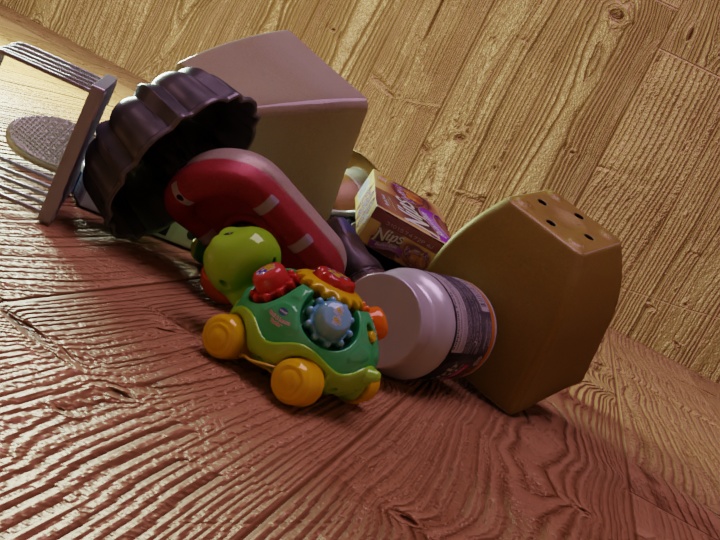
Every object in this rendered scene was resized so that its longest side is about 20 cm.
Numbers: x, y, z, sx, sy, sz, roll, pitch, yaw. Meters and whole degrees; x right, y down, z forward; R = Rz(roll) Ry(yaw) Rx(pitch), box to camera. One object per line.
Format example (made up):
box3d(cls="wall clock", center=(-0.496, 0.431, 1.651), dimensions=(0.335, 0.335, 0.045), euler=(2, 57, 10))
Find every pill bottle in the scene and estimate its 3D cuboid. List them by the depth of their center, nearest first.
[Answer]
box3d(cls="pill bottle", center=(0.061, 0.058, 1.141), dimensions=(0.116, 0.117, 0.200), euler=(31, 9, 26))

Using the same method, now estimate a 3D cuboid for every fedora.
box3d(cls="fedora", center=(-0.028, -0.077, 1.592), dimensions=(0.081, 0.202, 0.200), euler=(-15, 33, -34))

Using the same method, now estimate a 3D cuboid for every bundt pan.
box3d(cls="bundt pan", center=(-0.202, -0.129, 1.107), dimensions=(0.076, 0.202, 0.202), euler=(47, 12, 13))

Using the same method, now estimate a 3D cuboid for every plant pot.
box3d(cls="plant pot", center=(0.202, 0.018, 1.297), dimensions=(0.195, 0.201, 0.194), euler=(42, 31, 25))
box3d(cls="plant pot", center=(-0.141, -0.174, 1.357), dimensions=(0.176, 0.200, 0.200), euler=(-7, 40, -39))

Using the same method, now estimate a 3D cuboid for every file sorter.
box3d(cls="file sorter", center=(-0.334, -0.150, 1.089), dimensions=(0.124, 0.139, 0.200), euler=(22, 8, -14))

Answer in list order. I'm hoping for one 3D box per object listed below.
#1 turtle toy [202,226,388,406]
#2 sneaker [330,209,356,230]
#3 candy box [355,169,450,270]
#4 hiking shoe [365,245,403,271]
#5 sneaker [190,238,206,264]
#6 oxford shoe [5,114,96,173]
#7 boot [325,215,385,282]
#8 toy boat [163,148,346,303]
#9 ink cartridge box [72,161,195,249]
box3d(cls="turtle toy", center=(-0.059, 0.037, 0.913), dimensions=(0.199, 0.101, 0.146), euler=(31, 8, 24))
box3d(cls="sneaker", center=(0.003, -0.042, 1.495), dimensions=(0.199, 0.071, 0.073), euler=(10, 43, -1))
box3d(cls="candy box", center=(0.054, -0.062, 1.419), dimensions=(0.116, 0.057, 0.200), euler=(30, 14, -9))
box3d(cls="hiking shoe", center=(0.042, 0.028, 1.448), dimensions=(0.200, 0.075, 0.087), euler=(40, -17, -29))
box3d(cls="sneaker", center=(-0.106, -0.016, 1.214), dimensions=(0.083, 0.074, 0.200), euler=(28, 6, 40))
box3d(cls="oxford shoe", center=(-0.341, -0.138, 1.312), dimensions=(0.199, 0.076, 0.058), euler=(9, -23, -44))
box3d(cls="boot", center=(0.000, 0.000, 1.258), dimensions=(0.097, 0.074, 0.200), euler=(64, -2, 13))
box3d(cls="toy boat", center=(-0.117, -0.021, 1.079), dimensions=(0.200, 0.130, 0.131), euler=(48, 46, -18))
box3d(cls="ink cartridge box", center=(-0.235, -0.067, 1.250), dimensions=(0.199, 0.039, 0.099), euler=(22, 9, -27))
